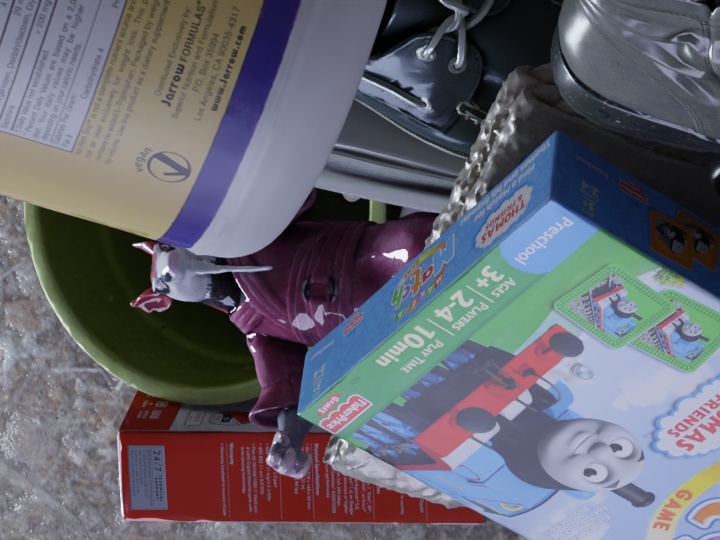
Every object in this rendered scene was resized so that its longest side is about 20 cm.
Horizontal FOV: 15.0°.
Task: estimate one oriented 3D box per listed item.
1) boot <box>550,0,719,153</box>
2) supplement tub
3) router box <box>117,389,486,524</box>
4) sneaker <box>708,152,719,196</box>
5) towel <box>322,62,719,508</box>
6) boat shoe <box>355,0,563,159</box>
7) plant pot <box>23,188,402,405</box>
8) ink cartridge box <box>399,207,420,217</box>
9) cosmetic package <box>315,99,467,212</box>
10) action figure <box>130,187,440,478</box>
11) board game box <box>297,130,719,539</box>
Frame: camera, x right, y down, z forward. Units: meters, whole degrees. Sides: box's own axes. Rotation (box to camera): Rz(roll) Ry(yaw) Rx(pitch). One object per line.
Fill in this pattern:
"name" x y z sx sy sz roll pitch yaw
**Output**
"boot" 0.151 -0.063 0.822 0.200 0.068 0.131 12 169 3
"supplement tub" -0.098 -0.096 0.677 0.200 0.146 0.145 17 177 -11
"router box" -0.020 0.071 1.402 0.179 0.049 0.200 0 -163 4
"sneaker" 0.196 0.012 0.908 0.200 0.089 0.079 44 160 22
"towel" 0.080 0.017 1.011 0.132 0.200 0.034 18 -145 -14
"boat shoe" 0.020 -0.086 0.984 0.200 0.073 0.062 21 -178 4
"plant pot" -0.040 -0.038 1.412 0.200 0.200 0.190 15 -171 23
"ink cartridge box" 0.120 -0.004 1.313 0.200 0.145 0.084 15 177 16
"cosmetic package" 0.011 -0.075 1.124 0.107 0.090 0.200 13 175 1
"action figure" 0.000 0.000 1.109 0.200 0.134 0.149 9 -156 23
"board game box" 0.102 0.048 0.974 0.200 0.037 0.151 29 134 -21
